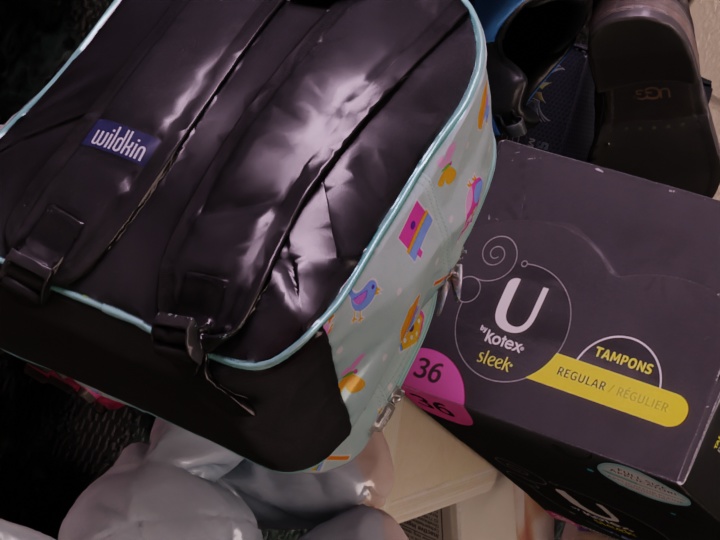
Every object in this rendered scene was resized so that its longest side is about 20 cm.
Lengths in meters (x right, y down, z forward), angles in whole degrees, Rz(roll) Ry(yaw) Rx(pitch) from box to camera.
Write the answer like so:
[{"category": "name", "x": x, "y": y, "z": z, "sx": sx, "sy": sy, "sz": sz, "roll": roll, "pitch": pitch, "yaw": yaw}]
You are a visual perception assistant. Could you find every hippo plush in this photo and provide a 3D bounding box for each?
[{"category": "hippo plush", "x": -0.079, "y": 0.147, "z": 1.146, "sx": 0.200, "sy": 0.159, "sz": 0.161, "roll": -40, "pitch": 171, "yaw": -43}]

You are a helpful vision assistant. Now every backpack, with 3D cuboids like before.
[{"category": "backpack", "x": -0.040, "y": -0.032, "z": 1.036, "sx": 0.200, "sy": 0.176, "sz": 0.153, "roll": -60, "pitch": 154, "yaw": -20}]

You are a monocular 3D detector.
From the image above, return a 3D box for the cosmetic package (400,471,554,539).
[{"category": "cosmetic package", "x": 0.040, "y": 0.136, "z": 1.388, "sx": 0.087, "sy": 0.103, "sz": 0.200, "roll": -35, "pitch": 135, "yaw": -39}]

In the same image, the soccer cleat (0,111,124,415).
[{"category": "soccer cleat", "x": -0.133, "y": -0.014, "z": 1.105, "sx": 0.086, "sy": 0.070, "sz": 0.200, "roll": -55, "pitch": 142, "yaw": -15}]

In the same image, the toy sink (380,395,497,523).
[{"category": "toy sink", "x": 0.000, "y": 0.000, "z": 1.236, "sx": 0.112, "sy": 0.130, "sz": 0.200, "roll": -14, "pitch": 115, "yaw": -51}]

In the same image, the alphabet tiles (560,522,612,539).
[{"category": "alphabet tiles", "x": 0.171, "y": 0.065, "z": 1.364, "sx": 0.015, "sy": 0.200, "sz": 0.196, "roll": 28, "pitch": 74, "yaw": -29}]

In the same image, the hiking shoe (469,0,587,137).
[{"category": "hiking shoe", "x": 0.079, "y": -0.136, "z": 1.307, "sx": 0.074, "sy": 0.087, "sz": 0.200, "roll": 59, "pitch": 45, "yaw": -46}]

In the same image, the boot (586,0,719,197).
[{"category": "boot", "x": 0.152, "y": -0.141, "z": 1.359, "sx": 0.200, "sy": 0.069, "sz": 0.174, "roll": 81, "pitch": 13, "yaw": -54}]

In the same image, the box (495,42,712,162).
[{"category": "box", "x": 0.117, "y": -0.024, "z": 1.464, "sx": 0.158, "sy": 0.051, "sz": 0.200, "roll": 7, "pitch": 100, "yaw": -57}]

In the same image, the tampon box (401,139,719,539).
[{"category": "tampon box", "x": 0.137, "y": 0.050, "z": 1.204, "sx": 0.200, "sy": 0.150, "sz": 0.126, "roll": 40, "pitch": 71, "yaw": -56}]
